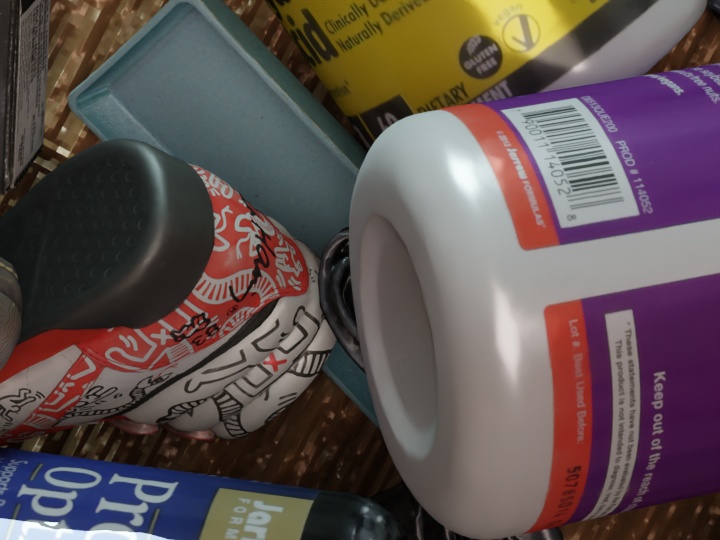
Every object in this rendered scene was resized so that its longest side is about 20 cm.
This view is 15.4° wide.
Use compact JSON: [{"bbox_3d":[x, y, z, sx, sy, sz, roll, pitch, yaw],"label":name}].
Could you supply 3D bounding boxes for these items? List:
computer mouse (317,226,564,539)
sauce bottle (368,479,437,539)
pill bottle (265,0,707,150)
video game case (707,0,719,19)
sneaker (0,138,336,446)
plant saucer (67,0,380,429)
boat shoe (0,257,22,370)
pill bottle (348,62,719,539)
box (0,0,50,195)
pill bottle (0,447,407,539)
[{"bbox_3d":[0.097,0.019,0.787,0.199,0.053,0.139,-23,87,-28],"label":"computer mouse"},{"bbox_3d":[-0.056,0.117,0.818,0.199,0.066,0.066,-24,98,-5],"label":"sauce bottle"},{"bbox_3d":[0.004,-0.129,0.771,0.111,0.111,0.201,-35,98,-1],"label":"pill bottle"},{"bbox_3d":[0.222,-0.093,0.790,0.199,0.019,0.143,33,92,26],"label":"video game case"},{"bbox_3d":[-0.101,0.033,0.798,0.201,0.108,0.068,-26,58,27],"label":"sneaker"},{"bbox_3d":[0.000,0.000,0.815,0.200,0.019,0.070,47,133,-8],"label":"plant saucer"},{"bbox_3d":[-0.180,0.002,0.749,0.199,0.074,0.074,-5,65,29],"label":"boat shoe"},{"bbox_3d":[0.104,0.000,0.711,0.199,0.112,0.113,-10,97,-15],"label":"pill bottle"},{"bbox_3d":[-0.182,-0.130,0.748,0.192,0.048,0.201,7,111,6],"label":"box"},{"bbox_3d":[-0.049,0.110,0.715,0.198,0.112,0.113,6,96,7],"label":"pill bottle"}]
